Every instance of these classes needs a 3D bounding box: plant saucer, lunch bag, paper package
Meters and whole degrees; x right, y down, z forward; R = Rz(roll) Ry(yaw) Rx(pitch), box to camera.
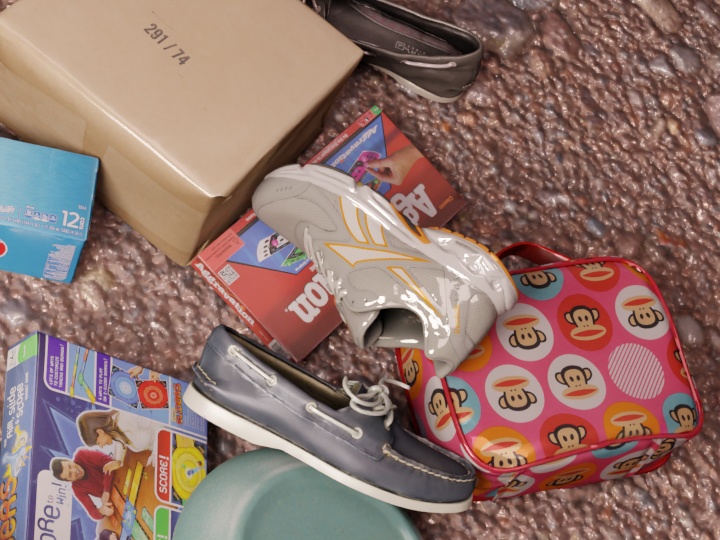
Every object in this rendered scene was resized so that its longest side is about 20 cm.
[{"bbox_3d":[-0.022,0.196,1.055,0.200,0.036,0.200,18,53,-25],"label":"plant saucer"},{"bbox_3d":[0.127,0.063,1.182,0.200,0.082,0.176,-6,64,-22],"label":"lunch bag"},{"bbox_3d":[-0.134,-0.138,1.185,0.200,0.103,0.191,39,57,4],"label":"paper package"}]

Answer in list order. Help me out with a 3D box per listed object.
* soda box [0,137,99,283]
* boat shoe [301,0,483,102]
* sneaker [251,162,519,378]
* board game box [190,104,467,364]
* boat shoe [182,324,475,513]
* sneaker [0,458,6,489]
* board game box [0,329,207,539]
[{"bbox_3d":[-0.278,-0.052,1.108,0.200,0.064,0.068,12,59,-14],"label":"soda box"},{"bbox_3d":[0.001,-0.191,1.290,0.200,0.057,0.067,20,58,-9],"label":"boat shoe"},{"bbox_3d":[0.000,0.000,1.123,0.200,0.076,0.092,26,67,23],"label":"sneaker"},{"bbox_3d":[-0.019,-0.027,1.209,0.103,0.019,0.200,47,57,-1],"label":"board game box"},{"bbox_3d":[-0.012,0.094,1.080,0.200,0.075,0.062,24,100,0],"label":"boat shoe"},{"bbox_3d":[-0.307,0.084,1.013,0.200,0.074,0.118,5,67,-15],"label":"sneaker"},{"bbox_3d":[-0.156,0.149,1.027,0.135,0.034,0.200,24,52,-37],"label":"board game box"}]
